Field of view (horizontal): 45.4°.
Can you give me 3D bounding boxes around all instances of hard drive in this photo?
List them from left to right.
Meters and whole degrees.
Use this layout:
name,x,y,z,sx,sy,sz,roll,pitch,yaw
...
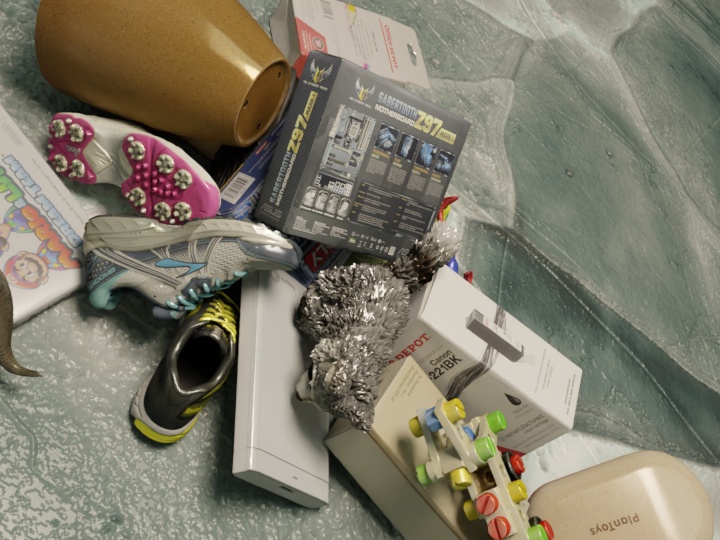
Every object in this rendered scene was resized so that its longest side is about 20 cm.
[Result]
name,x,y,z,sx,sy,sz,roll,pitch,yaw
hard drive,-0.069,0.103,0.798,0.132,0.026,0.203,42,39,-51

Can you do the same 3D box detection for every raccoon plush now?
name,x,y,z,sx,sy,sz,roll,pitch,yaw
raccoon plush,0.018,0.043,0.764,0.096,0.200,0.134,36,13,-28

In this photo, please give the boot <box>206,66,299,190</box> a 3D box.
name,x,y,z,sx,sy,sz,roll,pitch,yaw
boot,-0.069,-0.105,0.925,0.157,0.079,0.214,37,66,-36

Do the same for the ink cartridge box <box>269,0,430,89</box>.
name,x,y,z,sx,sy,sz,roll,pitch,yaw
ink cartridge box,-0.012,-0.281,1.124,0.197,0.067,0.118,8,57,-31

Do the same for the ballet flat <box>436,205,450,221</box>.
name,x,y,z,sx,sy,sz,roll,pitch,yaw
ballet flat,0.032,-0.124,1.050,0.200,0.067,0.067,43,45,-5

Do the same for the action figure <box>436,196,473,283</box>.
name,x,y,z,sx,sy,sz,roll,pitch,yaw
action figure,0.098,0.015,0.990,0.065,0.051,0.204,0,85,-50

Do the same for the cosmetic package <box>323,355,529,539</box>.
name,x,y,z,sx,sy,sz,roll,pitch,yaw
cosmetic package,0.067,0.197,0.835,0.201,0.073,0.104,50,43,-10

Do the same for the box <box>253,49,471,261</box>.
name,x,y,z,sx,sy,sz,roll,pitch,yaw
box,0.008,-0.098,0.815,0.051,0.160,0.198,27,10,41

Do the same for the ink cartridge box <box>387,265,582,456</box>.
name,x,y,z,sx,sy,sz,roll,pitch,yaw
ink cartridge box,0.106,0.106,0.895,0.199,0.144,0.084,37,45,-11

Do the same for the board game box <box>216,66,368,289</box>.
name,x,y,z,sx,sy,sz,roll,pitch,yaw
board game box,-0.028,-0.066,0.878,0.201,0.061,0.200,-52,135,-15

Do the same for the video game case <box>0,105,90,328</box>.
name,x,y,z,sx,sy,sz,roll,pitch,yaw
video game case,-0.336,-0.044,0.746,0.201,0.024,0.182,51,45,2

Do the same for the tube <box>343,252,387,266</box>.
name,x,y,z,sx,sy,sz,roll,pitch,yaw
tube,0.000,0.000,0.960,0.201,0.057,0.053,-52,140,-39

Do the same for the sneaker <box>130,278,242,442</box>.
name,x,y,z,sx,sy,sz,roll,pitch,yaw
sneaker,-0.133,0.064,0.784,0.074,0.085,0.202,33,46,-14

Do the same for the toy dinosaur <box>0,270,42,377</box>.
name,x,y,z,sx,sy,sz,roll,pitch,yaw
toy dinosaur,-0.320,0.010,0.654,0.198,0.077,0.103,32,61,-9

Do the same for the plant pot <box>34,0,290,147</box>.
name,x,y,z,sx,sy,sz,roll,pitch,yaw
plant pot,-0.172,-0.209,0.826,0.198,0.188,0.186,31,43,12

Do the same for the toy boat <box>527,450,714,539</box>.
name,x,y,z,sx,sy,sz,roll,pitch,yaw
toy boat,0.276,0.279,0.928,0.197,0.131,0.132,-19,67,2

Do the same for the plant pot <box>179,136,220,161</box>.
name,x,y,z,sx,sy,sz,roll,pitch,yaw
plant pot,-0.149,-0.190,0.987,0.198,0.027,0.203,20,50,-26

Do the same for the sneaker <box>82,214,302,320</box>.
name,x,y,z,sx,sy,sz,roll,pitch,yaw
sneaker,-0.148,0.003,0.759,0.196,0.078,0.088,0,78,7

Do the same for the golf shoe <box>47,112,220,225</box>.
name,x,y,z,sx,sy,sz,roll,pitch,yaw
golf shoe,-0.201,-0.104,0.815,0.198,0.076,0.091,26,25,21

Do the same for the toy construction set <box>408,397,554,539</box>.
name,x,y,z,sx,sy,sz,roll,pitch,yaw
toy construction set,0.107,0.209,0.745,0.131,0.091,0.204,13,67,-64
